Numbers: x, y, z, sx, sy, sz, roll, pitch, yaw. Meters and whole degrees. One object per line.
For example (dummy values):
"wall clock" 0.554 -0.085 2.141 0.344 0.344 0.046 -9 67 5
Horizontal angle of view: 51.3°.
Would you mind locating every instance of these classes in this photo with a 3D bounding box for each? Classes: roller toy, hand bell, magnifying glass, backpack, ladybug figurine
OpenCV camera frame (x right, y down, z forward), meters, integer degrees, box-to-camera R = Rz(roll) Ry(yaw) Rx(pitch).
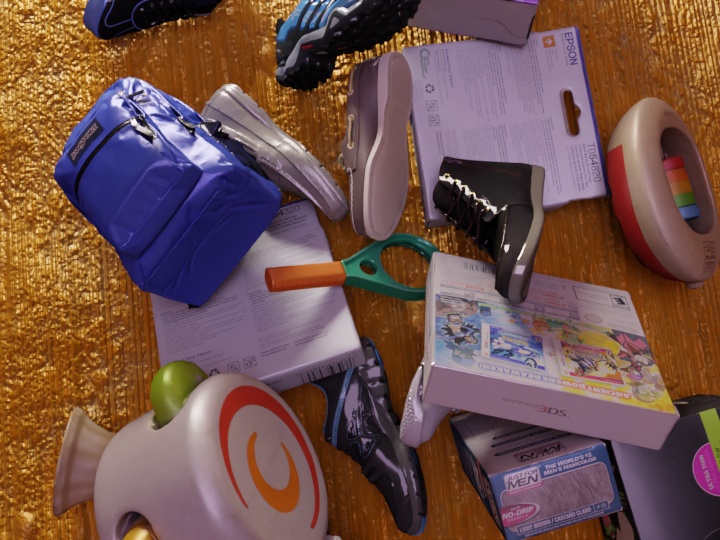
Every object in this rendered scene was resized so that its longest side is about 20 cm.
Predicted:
"roller toy" -0.128 0.196 0.645 0.139 0.182 0.201 -30 50 18
"hand bell" -0.194 0.202 0.758 0.198 0.104 0.105 9 81 -12
"magnifying glass" 0.000 0.000 0.761 0.199 0.022 0.080 -7 55 -26
"backpack" -0.202 -0.096 0.733 0.163 0.168 0.200 -47 60 3
"ladybug figurine" 0.309 -0.076 0.778 0.135 0.072 0.202 -4 78 -40

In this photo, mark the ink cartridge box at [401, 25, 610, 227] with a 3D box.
"ink cartridge box" 0.154 -0.157 0.821 0.198 0.041 0.201 -7 81 -1

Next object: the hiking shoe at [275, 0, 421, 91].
"hiking shoe" -0.026 -0.266 0.776 0.199 0.074 0.087 -21 76 39

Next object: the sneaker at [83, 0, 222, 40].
"sneaker" -0.208 -0.309 0.831 0.200 0.070 0.078 -39 76 -6

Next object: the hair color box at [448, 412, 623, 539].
"hair color box" 0.149 0.172 0.687 0.099 0.200 0.061 -16 92 -1

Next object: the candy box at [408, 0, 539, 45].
"candy box" 0.117 -0.360 0.818 0.166 0.072 0.201 10 71 4

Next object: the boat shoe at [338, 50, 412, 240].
"boat shoe" 0.011 -0.129 0.786 0.059 0.072 0.202 -1 79 34

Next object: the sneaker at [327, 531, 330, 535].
"sneaker" -0.066 0.275 0.740 0.075 0.070 0.201 -24 81 -2

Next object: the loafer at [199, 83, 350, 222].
"loafer" -0.094 -0.115 0.805 0.200 0.070 0.070 43 89 13

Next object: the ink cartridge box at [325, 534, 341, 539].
"ink cartridge box" -0.038 0.363 0.676 0.146 0.083 0.201 -27 101 13

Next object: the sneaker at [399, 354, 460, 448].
"sneaker" 0.122 0.101 0.733 0.114 0.075 0.200 25 57 14

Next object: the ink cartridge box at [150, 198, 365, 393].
"ink cartridge box" -0.114 0.036 0.778 0.195 0.043 0.201 -18 55 -2

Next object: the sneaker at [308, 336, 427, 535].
"sneaker" 0.009 0.173 0.761 0.081 0.073 0.201 -22 72 2

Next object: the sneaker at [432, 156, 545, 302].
"sneaker" 0.115 -0.043 0.710 0.105 0.200 0.075 10 124 8

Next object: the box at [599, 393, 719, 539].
"box" 0.315 0.234 0.719 0.147 0.124 0.201 -15 83 -3

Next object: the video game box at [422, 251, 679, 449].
"video game box" 0.155 0.063 0.663 0.198 0.183 0.047 12 119 0
